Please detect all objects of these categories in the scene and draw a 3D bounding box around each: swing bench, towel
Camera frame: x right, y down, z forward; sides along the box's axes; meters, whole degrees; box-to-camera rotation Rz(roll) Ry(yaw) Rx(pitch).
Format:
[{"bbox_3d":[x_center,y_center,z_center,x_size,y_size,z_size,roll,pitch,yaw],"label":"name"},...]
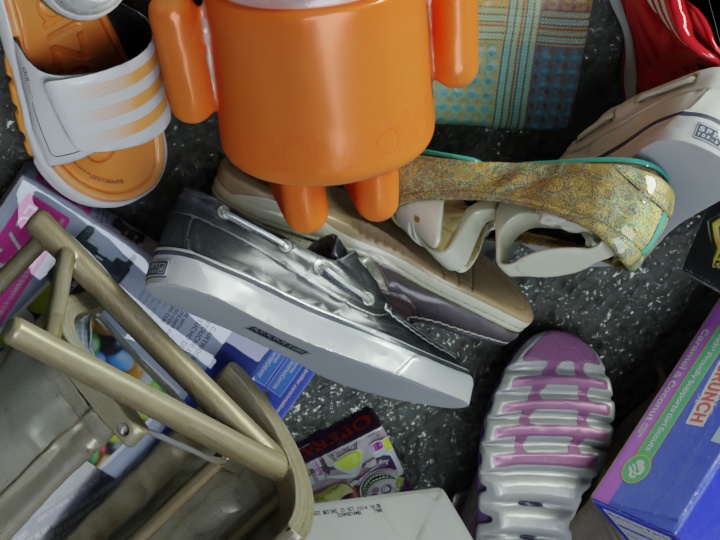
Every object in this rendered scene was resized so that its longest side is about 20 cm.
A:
[{"bbox_3d":[-0.160,0.117,1.529,0.200,0.130,0.199,39,112,-19],"label":"swing bench"},{"bbox_3d":[0.029,-0.149,1.578,0.200,0.022,0.147,3,114,-15],"label":"towel"}]

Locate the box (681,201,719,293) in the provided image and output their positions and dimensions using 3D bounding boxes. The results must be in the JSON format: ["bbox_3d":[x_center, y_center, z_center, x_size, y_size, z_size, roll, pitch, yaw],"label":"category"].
[{"bbox_3d":[0.262,-0.086,1.617,0.159,0.046,0.200,-14,129,-60],"label":"box"}]

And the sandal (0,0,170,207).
[{"bbox_3d":[-0.145,-0.118,1.510,0.079,0.059,0.207,-37,123,-28],"label":"sandal"}]

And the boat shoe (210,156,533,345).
[{"bbox_3d":[0.000,0.000,1.621,0.200,0.072,0.065,23,112,-21],"label":"boat shoe"}]

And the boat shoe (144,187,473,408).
[{"bbox_3d":[-0.019,0.015,1.554,0.200,0.072,0.068,24,74,-23],"label":"boat shoe"}]

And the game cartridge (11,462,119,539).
[{"bbox_3d":[-0.141,0.155,1.648,0.200,0.038,0.130,-34,97,-2],"label":"game cartridge"}]

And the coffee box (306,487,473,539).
[{"bbox_3d":[-0.018,0.224,1.668,0.114,0.080,0.200,-4,136,-32],"label":"coffee box"}]

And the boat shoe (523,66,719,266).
[{"bbox_3d":[0.148,-0.059,1.594,0.072,0.200,0.066,30,63,-12],"label":"boat shoe"}]

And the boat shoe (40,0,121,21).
[{"bbox_3d":[-0.096,-0.215,1.461,0.071,0.069,0.200,26,84,-21],"label":"boat shoe"}]

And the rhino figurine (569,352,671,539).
[{"bbox_3d":[0.177,0.124,1.738,0.087,0.060,0.200,19,107,-27],"label":"rhino figurine"}]

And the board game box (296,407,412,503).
[{"bbox_3d":[-0.058,0.174,1.710,0.200,0.032,0.120,-27,123,-3],"label":"board game box"}]

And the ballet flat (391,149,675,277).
[{"bbox_3d":[0.073,-0.028,1.562,0.071,0.200,0.071,-7,99,-54],"label":"ballet flat"}]

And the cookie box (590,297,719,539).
[{"bbox_3d":[0.247,0.128,1.702,0.171,0.075,0.200,-54,130,-16],"label":"cookie box"}]

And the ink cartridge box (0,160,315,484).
[{"bbox_3d":[-0.131,0.044,1.590,0.200,0.042,0.119,33,103,-13],"label":"ink cartridge box"}]

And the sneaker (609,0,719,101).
[{"bbox_3d":[0.189,-0.105,1.598,0.078,0.116,0.200,-30,118,0],"label":"sneaker"}]

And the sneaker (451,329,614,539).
[{"bbox_3d":[0.090,0.132,1.708,0.080,0.088,0.200,10,89,-20],"label":"sneaker"}]

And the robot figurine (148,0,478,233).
[{"bbox_3d":[-0.020,-0.123,1.502,0.144,0.117,0.200,8,119,26],"label":"robot figurine"}]
